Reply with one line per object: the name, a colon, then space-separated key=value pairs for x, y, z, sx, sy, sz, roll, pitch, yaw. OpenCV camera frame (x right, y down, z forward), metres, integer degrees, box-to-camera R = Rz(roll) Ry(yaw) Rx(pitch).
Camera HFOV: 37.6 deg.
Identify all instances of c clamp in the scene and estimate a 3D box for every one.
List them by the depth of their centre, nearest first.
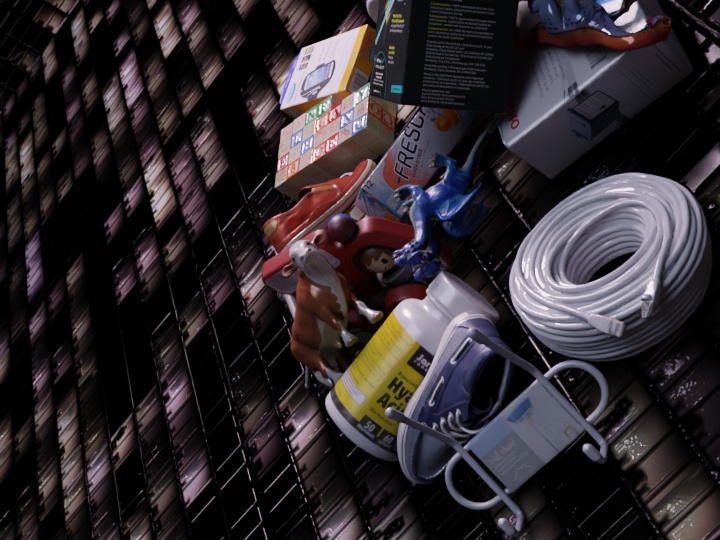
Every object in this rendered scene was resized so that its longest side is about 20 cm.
c clamp: x=-0.087 y=0.035 z=1.437 sx=0.200 sy=0.027 sz=0.172 roll=-116 pitch=29 yaw=-61

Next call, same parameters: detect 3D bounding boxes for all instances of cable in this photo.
cable: x=0.241 y=-0.006 z=1.018 sx=0.200 sy=0.069 sz=0.200 roll=7 pitch=54 yaw=53

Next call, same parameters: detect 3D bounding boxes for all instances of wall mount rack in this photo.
wall mount rack: x=0.131 y=0.147 z=1.001 sx=0.200 sy=0.174 sz=0.075 roll=-46 pitch=-4 yaw=20

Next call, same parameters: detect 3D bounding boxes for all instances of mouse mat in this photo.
mouse mat: x=0.079 y=-0.206 z=1.383 sx=0.200 sy=0.008 sz=0.161 roll=-53 pitch=-2 yaw=10

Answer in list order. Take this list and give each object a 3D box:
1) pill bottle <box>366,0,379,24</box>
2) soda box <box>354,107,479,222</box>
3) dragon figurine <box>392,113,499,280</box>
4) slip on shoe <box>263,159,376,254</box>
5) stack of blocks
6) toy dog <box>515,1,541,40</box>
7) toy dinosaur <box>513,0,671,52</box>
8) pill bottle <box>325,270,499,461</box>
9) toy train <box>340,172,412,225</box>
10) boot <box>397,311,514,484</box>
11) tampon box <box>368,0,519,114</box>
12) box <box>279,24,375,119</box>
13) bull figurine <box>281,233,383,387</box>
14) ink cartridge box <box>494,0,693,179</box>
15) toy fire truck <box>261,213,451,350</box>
pill bottle: x=0.094 y=-0.445 z=1.521 sx=0.119 sy=0.119 sz=0.201 roll=-1 pitch=64 yaw=52
soda box: x=0.075 y=-0.147 z=1.312 sx=0.200 sy=0.063 sz=0.068 roll=-54 pitch=-2 yaw=-17
dragon figurine: x=0.106 y=-0.077 z=1.177 sx=0.200 sy=0.059 sz=0.099 roll=-40 pitch=57 yaw=-4
slip on shoe: x=-0.048 y=-0.089 z=1.358 sx=0.200 sy=0.061 sz=0.074 roll=-43 pitch=-4 yaw=-33
stack of blocks: x=-0.037 y=-0.195 z=1.560 sx=0.200 sy=0.058 sz=0.116 roll=-28 pitch=45 yaw=39
toy dog: x=0.189 y=-0.325 z=1.316 sx=0.200 sy=0.131 sz=0.097 roll=42 pitch=130 yaw=47
toy dinosaur: x=0.245 y=-0.257 z=1.107 sx=0.201 sy=0.104 sz=0.182 roll=105 pitch=152 yaw=-44
pill bottle: x=0.060 y=0.102 z=1.168 sx=0.200 sy=0.111 sz=0.111 roll=-53 pitch=34 yaw=12
toy train: x=0.003 y=-0.063 z=1.423 sx=0.150 sy=0.056 sz=0.200 roll=-47 pitch=28 yaw=-7
boot: x=0.095 y=0.146 z=1.081 sx=0.090 sy=0.072 sz=0.201 roll=-120 pitch=44 yaw=-66
tampon box: x=0.095 y=-0.287 z=1.195 sx=0.150 sy=0.126 sz=0.201 roll=-132 pitch=47 yaw=-72
box: x=-0.054 y=-0.312 z=1.688 sx=0.200 sy=0.041 sz=0.120 roll=-5 pitch=62 yaw=54
bull figurine: x=-0.038 y=0.052 z=1.217 sx=0.121 sy=0.065 sz=0.201 roll=44 pitch=148 yaw=28
ink cartridge box: x=0.248 y=-0.224 z=1.185 sx=0.200 sy=0.086 sz=0.147 roll=-40 pitch=39 yaw=30
toy fire truck: x=0.000 y=0.000 z=1.270 sx=0.200 sy=0.168 sz=0.113 roll=-29 pitch=45 yaw=38
